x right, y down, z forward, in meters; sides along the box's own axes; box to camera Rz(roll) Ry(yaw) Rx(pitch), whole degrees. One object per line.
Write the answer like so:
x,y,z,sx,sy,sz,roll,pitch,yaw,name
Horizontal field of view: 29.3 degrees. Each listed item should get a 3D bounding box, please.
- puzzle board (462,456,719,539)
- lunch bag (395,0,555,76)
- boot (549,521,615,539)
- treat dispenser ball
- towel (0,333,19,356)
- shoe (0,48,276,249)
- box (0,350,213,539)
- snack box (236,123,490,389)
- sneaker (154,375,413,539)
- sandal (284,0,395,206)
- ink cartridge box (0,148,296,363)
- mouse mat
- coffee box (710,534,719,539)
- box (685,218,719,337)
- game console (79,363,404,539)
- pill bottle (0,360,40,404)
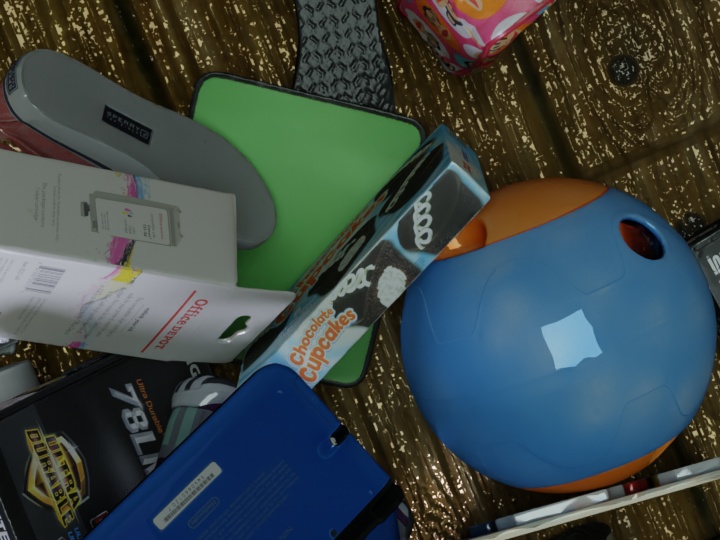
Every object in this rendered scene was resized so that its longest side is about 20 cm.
0.159,0.153,0.915,0.199,0.151,0.017,-16,77,-3,puzzle board
0.115,-0.208,0.874,0.176,0.200,0.082,-39,95,-4,lunch bag
0.144,0.299,0.965,0.181,0.073,0.201,-22,100,0,boot
0.125,0.041,0.881,0.200,0.201,0.202,0,92,-3,treat dispenser ball
-0.327,-0.006,0.901,0.199,0.086,0.166,-11,73,-7,towel
-0.156,-0.062,0.898,0.200,0.091,0.072,31,49,-27,shoe
-0.149,0.156,0.881,0.050,0.198,0.201,-16,96,39,box
0.000,0.000,0.886,0.037,0.116,0.200,40,103,-11,snack box
-0.055,0.154,0.911,0.200,0.074,0.088,35,59,-23,sneaker
-0.014,-0.145,0.939,0.075,0.048,0.202,0,100,-1,sandal
-0.151,-0.003,0.837,0.199,0.116,0.068,11,59,-27,ink cartridge box
-0.053,-0.025,0.942,0.160,0.008,0.201,13,106,-4,mouse mat
0.300,0.280,0.978,0.123,0.044,0.201,-27,93,-2,coffee box
0.338,0.031,0.972,0.160,0.044,0.201,-29,93,-2,box
-0.076,0.185,0.844,0.200,0.118,0.171,-44,95,-22,game console
-0.225,0.167,0.911,0.111,0.111,0.201,-19,93,-2,pill bottle
